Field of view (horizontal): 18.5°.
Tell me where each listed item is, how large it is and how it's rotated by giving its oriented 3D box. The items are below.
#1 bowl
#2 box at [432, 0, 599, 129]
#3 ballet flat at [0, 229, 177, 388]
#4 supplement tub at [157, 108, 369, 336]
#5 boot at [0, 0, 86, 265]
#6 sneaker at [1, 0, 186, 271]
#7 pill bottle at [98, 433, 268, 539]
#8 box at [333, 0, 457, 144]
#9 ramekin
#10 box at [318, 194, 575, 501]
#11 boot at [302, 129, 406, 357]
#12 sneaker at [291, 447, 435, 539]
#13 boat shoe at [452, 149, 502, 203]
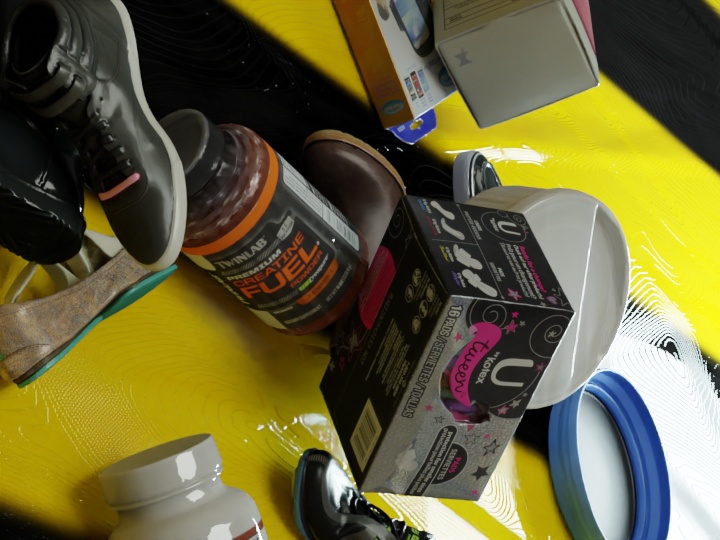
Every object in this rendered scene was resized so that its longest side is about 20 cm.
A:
[{"bbox_3d":[0.246,0.198,2.183,0.200,0.039,0.202,31,52,-49],"label":"bowl"},{"bbox_3d":[0.145,-0.249,2.085,0.201,0.127,0.109,-89,155,-50],"label":"box"},{"bbox_3d":[-0.195,0.010,1.530,0.067,0.068,0.200,53,32,-3],"label":"ballet flat"},{"bbox_3d":[-0.087,-0.040,1.685,0.200,0.106,0.108,42,44,-42],"label":"supplement tub"},{"bbox_3d":[-0.254,-0.117,1.478,0.200,0.076,0.169,34,43,-38],"label":"boot"},{"bbox_3d":[-0.181,-0.093,1.447,0.099,0.070,0.202,2,67,-56],"label":"sneaker"},{"bbox_3d":[-0.110,0.221,1.523,0.112,0.112,0.202,-25,97,-59],"label":"pill bottle"},{"bbox_3d":[0.032,-0.220,2.024,0.119,0.041,0.201,-38,106,-58],"label":"box"},{"bbox_3d":[0.142,0.016,1.976,0.201,0.094,0.204,-15,114,-37],"label":"ramekin"},{"bbox_3d":[0.065,0.064,1.715,0.114,0.201,0.133,6,36,-25],"label":"box"},{"bbox_3d":[0.000,0.000,1.838,0.201,0.072,0.167,56,33,-34],"label":"boot"},{"bbox_3d":[0.013,0.210,1.755,0.200,0.082,0.071,53,38,-27],"label":"sneaker"},{"bbox_3d":[0.144,-0.022,2.088,0.073,0.068,0.201,-13,88,-59],"label":"boat shoe"}]
